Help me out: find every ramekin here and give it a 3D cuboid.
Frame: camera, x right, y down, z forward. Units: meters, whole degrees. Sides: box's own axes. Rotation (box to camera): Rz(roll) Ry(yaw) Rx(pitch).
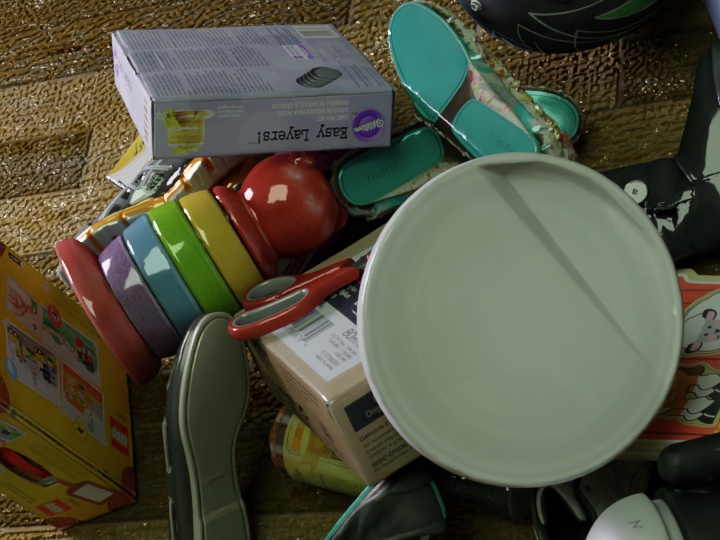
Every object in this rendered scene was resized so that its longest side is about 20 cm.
[{"bbox_3d":[0.090,0.033,1.134,0.201,0.094,0.204,1,84,-10],"label":"ramekin"}]

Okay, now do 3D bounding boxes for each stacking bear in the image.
[{"bbox_3d":[-0.107,-0.014,1.360,0.199,0.122,0.114,-33,22,-2],"label":"stacking bear"}]

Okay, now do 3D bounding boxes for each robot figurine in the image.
[{"bbox_3d":[0.229,0.181,1.094,0.198,0.125,0.151,-10,65,-4],"label":"robot figurine"}]

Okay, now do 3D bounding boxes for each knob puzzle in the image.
[{"bbox_3d":[0.182,0.054,1.221,0.218,0.031,0.220,-17,31,10],"label":"knob puzzle"}]

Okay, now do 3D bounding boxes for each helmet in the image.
[{"bbox_3d":[0.155,-0.258,1.367,0.199,0.199,0.192,15,108,35],"label":"helmet"}]

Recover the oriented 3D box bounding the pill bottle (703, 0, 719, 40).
[{"bbox_3d":[0.299,-0.190,1.268,0.119,0.120,0.201,-24,66,16],"label":"pill bottle"}]

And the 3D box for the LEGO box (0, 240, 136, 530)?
[{"bbox_3d":[-0.257,0.086,1.401,0.077,0.200,0.150,-21,54,17],"label":"LEGO box"}]

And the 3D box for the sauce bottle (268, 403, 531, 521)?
[{"bbox_3d":[0.030,0.134,1.295,0.199,0.066,0.066,8,67,32],"label":"sauce bottle"}]

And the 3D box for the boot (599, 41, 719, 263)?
[{"bbox_3d":[0.190,-0.067,1.325,0.199,0.066,0.166,-20,53,25],"label":"boot"}]

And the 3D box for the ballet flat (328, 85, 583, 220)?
[{"bbox_3d":[0.070,-0.092,1.396,0.199,0.064,0.076,-15,85,3],"label":"ballet flat"}]

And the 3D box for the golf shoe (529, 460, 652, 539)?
[{"bbox_3d":[0.145,0.141,1.203,0.078,0.097,0.201,-22,52,19],"label":"golf shoe"}]

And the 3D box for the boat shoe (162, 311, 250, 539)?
[{"bbox_3d":[-0.119,0.126,1.332,0.057,0.067,0.202,12,108,45],"label":"boat shoe"}]

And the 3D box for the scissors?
[{"bbox_3d":[0.000,0.000,1.282,0.199,0.014,0.073,-21,21,10],"label":"scissors"}]

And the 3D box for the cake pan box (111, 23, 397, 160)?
[{"bbox_3d":[-0.087,-0.142,1.402,0.183,0.053,0.200,-3,23,-17],"label":"cake pan box"}]

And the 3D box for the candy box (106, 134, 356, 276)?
[{"bbox_3d":[-0.095,-0.077,1.491,0.200,0.061,0.137,31,82,39],"label":"candy box"}]

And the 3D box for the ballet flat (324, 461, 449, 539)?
[{"bbox_3d":[-0.013,0.207,1.261,0.069,0.068,0.200,50,123,8],"label":"ballet flat"}]

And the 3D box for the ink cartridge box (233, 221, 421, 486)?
[{"bbox_3d":[0.023,0.046,1.272,0.164,0.075,0.200,-32,25,-12],"label":"ink cartridge box"}]

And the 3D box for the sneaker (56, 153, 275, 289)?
[{"bbox_3d":[-0.153,-0.051,1.434,0.199,0.078,0.077,-35,39,8],"label":"sneaker"}]

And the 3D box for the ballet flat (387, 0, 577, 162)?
[{"bbox_3d":[0.088,-0.117,1.323,0.076,0.064,0.200,-50,52,23],"label":"ballet flat"}]
